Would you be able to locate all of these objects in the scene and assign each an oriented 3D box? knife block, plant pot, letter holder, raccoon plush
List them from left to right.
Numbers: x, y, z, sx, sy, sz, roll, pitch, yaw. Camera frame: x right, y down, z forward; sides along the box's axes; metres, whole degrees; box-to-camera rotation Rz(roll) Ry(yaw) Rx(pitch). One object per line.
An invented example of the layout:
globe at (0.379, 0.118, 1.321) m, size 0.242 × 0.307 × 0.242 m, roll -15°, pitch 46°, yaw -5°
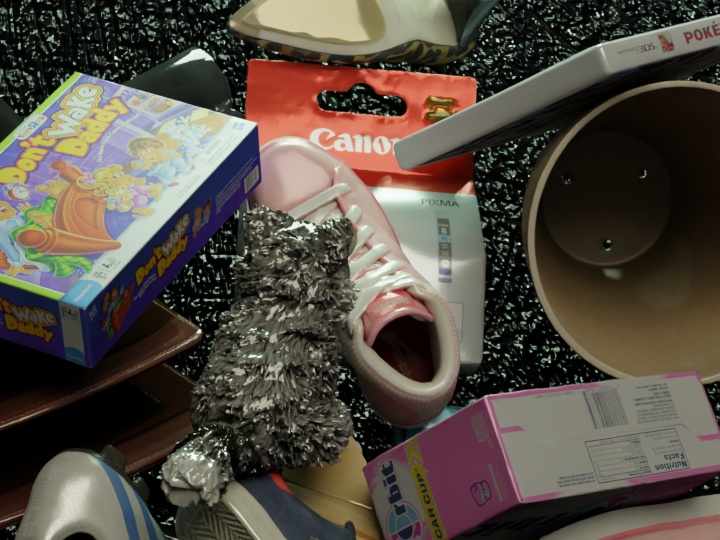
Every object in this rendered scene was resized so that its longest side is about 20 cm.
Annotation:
letter holder at (-0.189, 0.065, 1.572) m, size 0.199 × 0.101 × 0.142 m, roll -22°, pitch 28°, yaw -25°
knife block at (-0.063, 0.178, 1.577) m, size 0.174 × 0.064 × 0.201 m, roll -21°, pitch 59°, yaw -16°
raccoon plush at (-0.049, 0.044, 1.491) m, size 0.096 × 0.135 × 0.200 m, roll 7°, pitch 15°, yaw 4°
plant pot at (0.179, -0.034, 1.707) m, size 0.186 × 0.200 × 0.189 m, roll -1°, pitch 98°, yaw -7°

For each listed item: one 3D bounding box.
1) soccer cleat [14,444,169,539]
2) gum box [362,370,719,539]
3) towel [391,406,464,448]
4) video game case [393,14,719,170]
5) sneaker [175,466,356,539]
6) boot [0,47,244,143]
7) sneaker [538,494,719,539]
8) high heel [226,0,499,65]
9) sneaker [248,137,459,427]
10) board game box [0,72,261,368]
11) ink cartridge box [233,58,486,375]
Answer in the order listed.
soccer cleat at (-0.124, 0.189, 1.514) m, size 0.200 × 0.070 × 0.087 m, roll 49°, pitch 48°, yaw -25°
gum box at (0.116, 0.116, 1.570) m, size 0.199 × 0.113 × 0.067 m, roll -4°, pitch 69°, yaw -43°
towel at (0.093, 0.171, 1.652) m, size 0.145 × 0.022 × 0.201 m, roll 6°, pitch 54°, yaw -9°
video game case at (0.146, -0.117, 1.679) m, size 0.181 × 0.199 × 0.023 m, roll -17°, pitch 86°, yaw -42°
sneaker at (-0.017, 0.191, 1.498) m, size 0.084 × 0.075 × 0.201 m, roll -25°, pitch 80°, yaw -51°
boot at (-0.180, -0.103, 1.726) m, size 0.199 × 0.066 × 0.166 m, roll -24°, pitch 96°, yaw -24°
sneaker at (0.167, 0.200, 1.591) m, size 0.199 × 0.075 × 0.105 m, roll -6°, pitch 67°, yaw -39°
high heel at (-0.005, -0.160, 1.808) m, size 0.198 × 0.143 × 0.072 m, roll -10°, pitch 79°, yaw -16°
sneaker at (0.000, 0.000, 1.628) m, size 0.075 × 0.105 × 0.201 m, roll -29°, pitch 86°, yaw -10°
board game box at (-0.165, -0.034, 1.578) m, size 0.134 × 0.045 × 0.200 m, roll 16°, pitch 42°, yaw 22°
ink cartridge box at (0.002, -0.038, 1.720) m, size 0.159 × 0.047 × 0.202 m, roll 4°, pitch 80°, yaw -10°
